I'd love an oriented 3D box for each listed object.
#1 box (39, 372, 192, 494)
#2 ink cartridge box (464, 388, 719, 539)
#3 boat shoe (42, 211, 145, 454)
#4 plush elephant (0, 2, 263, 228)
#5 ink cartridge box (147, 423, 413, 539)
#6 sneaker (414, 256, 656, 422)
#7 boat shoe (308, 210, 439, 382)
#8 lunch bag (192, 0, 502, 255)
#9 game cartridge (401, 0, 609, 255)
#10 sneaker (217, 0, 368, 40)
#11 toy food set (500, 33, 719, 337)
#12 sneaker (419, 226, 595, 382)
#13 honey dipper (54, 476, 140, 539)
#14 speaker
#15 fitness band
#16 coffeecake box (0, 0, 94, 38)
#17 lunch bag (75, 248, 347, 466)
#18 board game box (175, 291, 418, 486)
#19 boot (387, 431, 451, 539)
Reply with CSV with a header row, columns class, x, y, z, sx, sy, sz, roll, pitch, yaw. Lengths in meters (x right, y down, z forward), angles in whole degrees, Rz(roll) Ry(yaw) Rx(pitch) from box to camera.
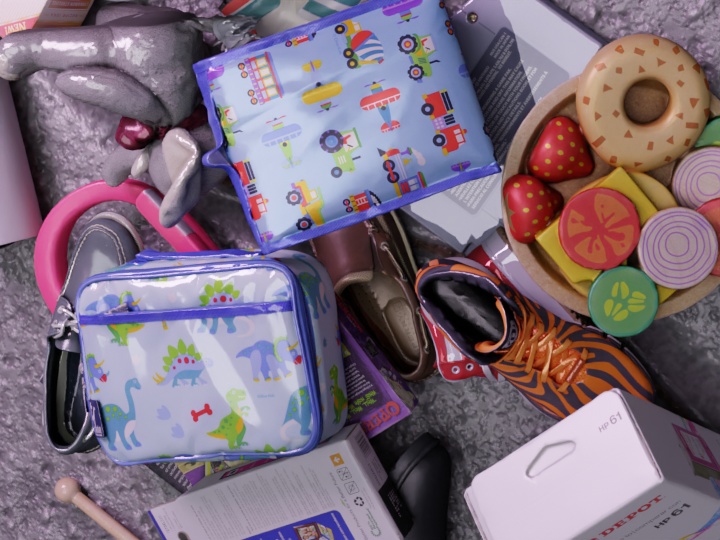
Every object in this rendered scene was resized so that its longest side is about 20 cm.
class,x,y,z,sx,sy,sz,roll,pitch,yaw
box,-0.153,0.093,1.717,0.200,0.036,0.143,37,108,9
ink cartridge box,0.194,0.175,1.514,0.145,0.200,0.085,-37,55,22
boat shoe,-0.215,0.054,1.646,0.073,0.062,0.200,15,106,18
plush elephant,-0.157,-0.122,1.610,0.200,0.165,0.155,3,108,26
ink cartridge box,-0.065,0.194,1.623,0.200,0.037,0.095,-22,103,27
sneaker,0.121,0.060,1.489,0.200,0.112,0.078,29,95,5
boat shoe,0.005,-0.003,1.622,0.075,0.075,0.202,-36,87,21
lunch bag,-0.020,-0.109,1.519,0.200,0.094,0.151,-20,93,-11
game cartridge,0.097,-0.121,1.591,0.133,0.042,0.200,39,110,13
sneaker,-0.008,-0.216,1.601,0.200,0.070,0.093,-25,106,20
toy food set,0.204,-0.057,1.525,0.200,0.049,0.198,-41,96,-1
sneaker,0.132,0.076,1.581,0.112,0.071,0.200,-41,88,10
honey dipper,-0.184,0.243,1.756,0.200,0.038,0.038,35,109,13
speaker,-0.323,-0.115,1.715,0.081,0.081,0.200,-11,96,21
fitness band,-0.178,0.016,1.678,0.144,0.037,0.200,-44,82,23
coffeecake box,-0.263,-0.300,1.655,0.153,0.073,0.200,37,110,18
lunch bag,-0.116,0.063,1.568,0.200,0.082,0.161,-3,99,22
board game box,-0.067,0.109,1.627,0.200,0.032,0.120,-33,95,25
boot,0.077,0.247,1.640,0.168,0.076,0.200,30,113,15
